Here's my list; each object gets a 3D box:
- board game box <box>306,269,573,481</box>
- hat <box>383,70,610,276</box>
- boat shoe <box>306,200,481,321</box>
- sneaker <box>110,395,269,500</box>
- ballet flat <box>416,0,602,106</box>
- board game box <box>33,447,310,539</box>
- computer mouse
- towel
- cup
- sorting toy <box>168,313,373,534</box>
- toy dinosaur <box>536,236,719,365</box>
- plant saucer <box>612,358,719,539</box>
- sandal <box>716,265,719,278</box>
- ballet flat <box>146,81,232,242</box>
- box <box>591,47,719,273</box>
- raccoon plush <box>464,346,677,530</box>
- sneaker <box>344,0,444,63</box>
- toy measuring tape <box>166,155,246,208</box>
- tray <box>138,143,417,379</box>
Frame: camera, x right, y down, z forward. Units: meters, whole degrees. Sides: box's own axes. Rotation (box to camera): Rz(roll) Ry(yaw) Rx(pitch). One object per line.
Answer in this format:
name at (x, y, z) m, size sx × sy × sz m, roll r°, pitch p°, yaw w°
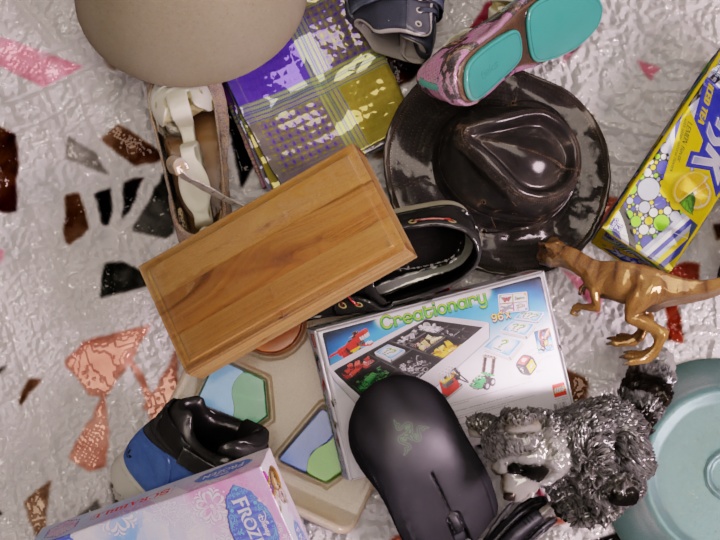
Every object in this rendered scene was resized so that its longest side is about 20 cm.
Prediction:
board game box at (0.068, 0.084, 1.335) m, size 0.200 × 0.035 × 0.126 m, roll -14°, pitch 95°, yaw -13°
hat at (0.121, -0.091, 1.363) m, size 0.200 × 0.081 × 0.201 m, roll 1°, pitch 82°, yaw -7°
boat shoe at (-0.001, -0.003, 1.313) m, size 0.201 × 0.063 × 0.074 m, roll -17°, pitch 111°, yaw 1°
sneaker at (-0.094, 0.184, 1.297) m, size 0.200 × 0.077 × 0.111 m, roll 42°, pitch 116°, yaw 4°
ballet flat at (0.121, -0.197, 1.383) m, size 0.071 × 0.069 × 0.200 m, roll 21°, pitch 42°, yaw 39°
board game box at (-0.123, 0.261, 1.263) m, size 0.199 × 0.041 × 0.200 m, roll -21°, pitch 102°, yaw 12°
computer mouse at (0.066, 0.171, 1.297) m, size 0.138 × 0.053 × 0.200 m, roll -35°, pitch 110°, yaw -5°
towel at (-0.050, -0.175, 1.410) m, size 0.144 × 0.023 × 0.200 m, roll -22°, pitch 82°, yaw -5°
cup at (-0.145, -0.271, 1.337) m, size 0.200 × 0.143 × 0.200 m, roll 0°, pitch 64°, yaw 0°
sorting toy at (-0.051, 0.093, 1.357) m, size 0.185 × 0.036 × 0.200 m, roll 25°, pitch 80°, yaw 3°
toy dinosaur at (0.233, 0.018, 1.316) m, size 0.200 × 0.060 × 0.106 m, roll 8°, pitch 111°, yaw 18°
plant saucer at (0.302, 0.170, 1.355) m, size 0.200 × 0.036 × 0.200 m, roll 0°, pitch 80°, yaw -2°
sandal at (0.348, -0.070, 1.360) m, size 0.045 × 0.075 × 0.200 m, roll 20°, pitch 102°, yaw 33°
ballet flat at (-0.141, -0.109, 1.372) m, size 0.068 × 0.067 × 0.200 m, roll -15°, pitch 80°, yaw 2°
box at (0.280, -0.091, 1.385) m, size 0.070 × 0.064 × 0.200 m, roll 34°, pitch 81°, yaw 4°
raccoon plush at (0.164, 0.111, 1.306) m, size 0.134 × 0.097 × 0.200 m, roll 42°, pitch 44°, yaw -17°
sneaker at (0.081, -0.252, 1.393) m, size 0.202 × 0.077 × 0.146 m, roll -7°, pitch 72°, yaw 1°
toy measuring tape at (-0.061, -0.066, 1.346) m, size 0.200 × 0.074 × 0.074 m, roll 29°, pitch 79°, yaw -25°
tray at (-0.067, -0.007, 1.286) m, size 0.200 × 0.037 × 0.099 m, roll -30°, pitch 72°, yaw 10°
